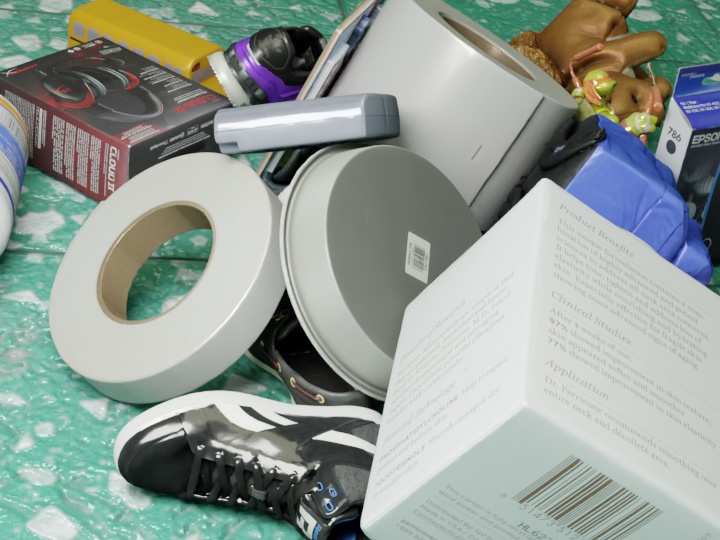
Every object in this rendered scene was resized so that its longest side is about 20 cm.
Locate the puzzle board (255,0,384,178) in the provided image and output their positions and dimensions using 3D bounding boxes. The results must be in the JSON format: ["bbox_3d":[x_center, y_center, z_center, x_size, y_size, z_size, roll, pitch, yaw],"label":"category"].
[{"bbox_3d":[-0.035,-0.170,1.341,0.017,0.201,0.151,33,35,0],"label":"puzzle board"}]

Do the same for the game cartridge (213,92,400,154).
[{"bbox_3d":[-0.035,-0.116,1.141,0.132,0.041,0.200,-2,5,4],"label":"game cartridge"}]

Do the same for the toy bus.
[{"bbox_3d":[-0.202,-0.204,1.453,0.199,0.079,0.065,25,36,24],"label":"toy bus"}]

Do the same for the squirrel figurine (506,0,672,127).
[{"bbox_3d":[0.233,-0.191,1.526,0.198,0.142,0.188,-5,43,3],"label":"squirrel figurine"}]

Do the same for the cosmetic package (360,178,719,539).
[{"bbox_3d":[0.124,0.090,0.918,0.167,0.166,0.201,32,41,-16],"label":"cosmetic package"}]

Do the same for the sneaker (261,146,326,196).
[{"bbox_3d":[-0.022,-0.075,1.282,0.079,0.096,0.200,26,36,26],"label":"sneaker"}]

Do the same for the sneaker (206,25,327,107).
[{"bbox_3d":[-0.068,-0.187,1.380,0.070,0.099,0.200,59,9,9],"label":"sneaker"}]

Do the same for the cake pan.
[{"bbox_3d":[0.027,-0.004,1.054,0.037,0.202,0.200,-23,7,43],"label":"cake pan"}]

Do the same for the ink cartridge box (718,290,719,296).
[{"bbox_3d":[0.313,0.063,1.078,0.083,0.177,0.201,13,33,6],"label":"ink cartridge box"}]

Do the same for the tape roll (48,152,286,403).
[{"bbox_3d":[-0.144,0.002,1.075,0.201,0.037,0.204,-17,51,22],"label":"tape roll"}]

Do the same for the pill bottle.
[{"bbox_3d":[-0.335,-0.062,1.168,0.111,0.113,0.201,4,33,-8],"label":"pill bottle"}]

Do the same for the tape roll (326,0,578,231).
[{"bbox_3d":[0.080,-0.149,1.316,0.202,0.140,0.203,32,17,-11],"label":"tape roll"}]

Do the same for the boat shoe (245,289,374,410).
[{"bbox_3d":[-0.042,0.059,1.103,0.073,0.064,0.202,-8,35,-22],"label":"boat shoe"}]

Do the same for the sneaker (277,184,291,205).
[{"bbox_3d":[-0.001,0.001,1.155,0.076,0.200,0.112,-30,71,3],"label":"sneaker"}]

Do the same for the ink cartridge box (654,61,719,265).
[{"bbox_3d":[0.307,-0.089,1.290,0.099,0.202,0.039,-12,37,-28],"label":"ink cartridge box"}]

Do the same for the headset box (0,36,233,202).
[{"bbox_3d":[-0.224,-0.135,1.343,0.199,0.076,0.148,28,36,26],"label":"headset box"}]

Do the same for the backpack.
[{"bbox_3d":[0.198,-0.028,1.203,0.168,0.163,0.200,40,16,-8],"label":"backpack"}]

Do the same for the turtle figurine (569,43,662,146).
[{"bbox_3d":[0.226,-0.116,1.332,0.064,0.163,0.200,-12,21,-13],"label":"turtle figurine"}]

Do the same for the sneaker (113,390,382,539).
[{"bbox_3d":[-0.060,0.140,0.957,0.198,0.074,0.112,0,32,-17],"label":"sneaker"}]
